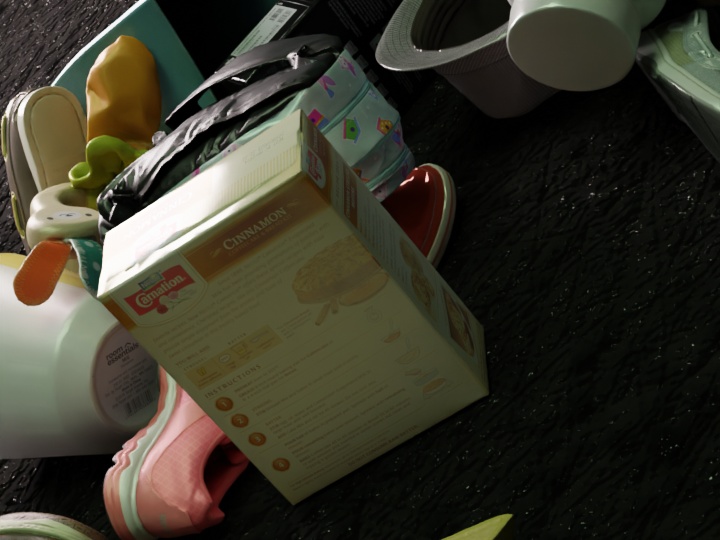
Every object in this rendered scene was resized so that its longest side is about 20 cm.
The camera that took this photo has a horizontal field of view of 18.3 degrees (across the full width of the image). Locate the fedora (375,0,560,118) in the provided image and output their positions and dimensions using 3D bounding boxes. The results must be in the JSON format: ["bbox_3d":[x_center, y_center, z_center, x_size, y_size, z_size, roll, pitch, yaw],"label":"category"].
[{"bbox_3d":[0.112,-0.176,1.577,0.176,0.090,0.201,-10,39,43],"label":"fedora"}]

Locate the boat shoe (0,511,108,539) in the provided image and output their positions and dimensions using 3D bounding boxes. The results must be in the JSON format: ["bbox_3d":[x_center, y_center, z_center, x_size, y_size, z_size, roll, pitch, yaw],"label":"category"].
[{"bbox_3d":[-0.242,0.215,1.507,0.202,0.074,0.075,-17,50,47],"label":"boat shoe"}]

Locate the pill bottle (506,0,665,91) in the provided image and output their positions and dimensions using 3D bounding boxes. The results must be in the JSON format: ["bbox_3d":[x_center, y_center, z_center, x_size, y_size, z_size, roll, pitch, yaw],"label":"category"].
[{"bbox_3d":[0.149,-0.219,1.438,0.110,0.111,0.201,-16,48,38],"label":"pill bottle"}]

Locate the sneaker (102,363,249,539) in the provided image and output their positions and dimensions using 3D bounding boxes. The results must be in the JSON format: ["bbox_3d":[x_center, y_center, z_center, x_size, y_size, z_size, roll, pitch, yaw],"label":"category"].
[{"bbox_3d":[-0.095,0.099,1.495,0.086,0.074,0.201,-3,49,30],"label":"sneaker"}]

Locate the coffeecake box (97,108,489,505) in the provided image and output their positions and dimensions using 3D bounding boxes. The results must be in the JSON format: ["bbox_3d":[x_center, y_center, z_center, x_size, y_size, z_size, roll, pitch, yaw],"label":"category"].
[{"bbox_3d":[-0.039,0.026,1.369,0.153,0.200,0.073,-30,30,18],"label":"coffeecake box"}]

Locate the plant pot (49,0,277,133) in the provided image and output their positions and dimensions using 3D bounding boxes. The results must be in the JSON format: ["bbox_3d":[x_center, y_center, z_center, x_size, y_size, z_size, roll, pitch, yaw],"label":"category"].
[{"bbox_3d":[-0.153,-0.135,1.766,0.199,0.142,0.141,-28,6,38],"label":"plant pot"}]

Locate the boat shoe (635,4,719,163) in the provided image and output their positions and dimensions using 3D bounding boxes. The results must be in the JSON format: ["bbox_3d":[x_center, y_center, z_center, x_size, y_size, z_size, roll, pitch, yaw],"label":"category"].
[{"bbox_3d":[0.223,-0.117,1.382,0.065,0.075,0.202,-37,20,5],"label":"boat shoe"}]

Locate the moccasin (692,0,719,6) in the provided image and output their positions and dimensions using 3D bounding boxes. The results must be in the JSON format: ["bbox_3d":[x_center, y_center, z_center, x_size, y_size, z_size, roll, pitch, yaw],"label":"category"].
[{"bbox_3d":[0.256,-0.249,1.484,0.073,0.078,0.201,4,33,33],"label":"moccasin"}]

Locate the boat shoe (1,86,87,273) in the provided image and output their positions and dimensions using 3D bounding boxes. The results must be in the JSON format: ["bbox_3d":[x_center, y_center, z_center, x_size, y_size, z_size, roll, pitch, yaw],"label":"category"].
[{"bbox_3d":[-0.234,-0.042,1.736,0.071,0.202,0.059,-16,10,-31],"label":"boat shoe"}]

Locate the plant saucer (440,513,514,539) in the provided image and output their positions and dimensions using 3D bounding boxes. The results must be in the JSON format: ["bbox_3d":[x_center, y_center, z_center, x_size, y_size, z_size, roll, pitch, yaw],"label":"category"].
[{"bbox_3d":[-0.019,0.220,1.175,0.199,0.049,0.200,-28,6,32],"label":"plant saucer"}]

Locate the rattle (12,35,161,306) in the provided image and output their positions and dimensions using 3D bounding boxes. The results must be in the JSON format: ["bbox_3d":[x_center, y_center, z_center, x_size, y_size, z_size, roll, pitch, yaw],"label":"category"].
[{"bbox_3d":[-0.185,-0.070,1.588,0.200,0.129,0.144,-29,-39,-63],"label":"rattle"}]

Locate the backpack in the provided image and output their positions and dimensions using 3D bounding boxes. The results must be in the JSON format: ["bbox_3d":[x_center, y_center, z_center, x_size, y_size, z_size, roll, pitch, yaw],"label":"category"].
[{"bbox_3d":[-0.064,-0.069,1.514,0.199,0.127,0.167,-31,20,26],"label":"backpack"}]

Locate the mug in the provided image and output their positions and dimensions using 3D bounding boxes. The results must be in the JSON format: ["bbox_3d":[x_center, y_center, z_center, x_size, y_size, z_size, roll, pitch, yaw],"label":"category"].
[{"bbox_3d":[-0.206,0.050,1.600,0.152,0.149,0.188,5,72,43],"label":"mug"}]

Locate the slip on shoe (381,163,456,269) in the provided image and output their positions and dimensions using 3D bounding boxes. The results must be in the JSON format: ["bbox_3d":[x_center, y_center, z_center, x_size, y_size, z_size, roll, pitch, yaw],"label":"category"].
[{"bbox_3d":[0.000,0.000,1.504,0.074,0.061,0.200,0,48,53],"label":"slip on shoe"}]

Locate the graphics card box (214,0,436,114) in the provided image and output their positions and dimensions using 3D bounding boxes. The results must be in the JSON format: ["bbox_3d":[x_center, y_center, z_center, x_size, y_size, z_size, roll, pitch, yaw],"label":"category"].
[{"bbox_3d":[-0.003,-0.172,1.675,0.200,0.126,0.051,-51,37,-15],"label":"graphics card box"}]
